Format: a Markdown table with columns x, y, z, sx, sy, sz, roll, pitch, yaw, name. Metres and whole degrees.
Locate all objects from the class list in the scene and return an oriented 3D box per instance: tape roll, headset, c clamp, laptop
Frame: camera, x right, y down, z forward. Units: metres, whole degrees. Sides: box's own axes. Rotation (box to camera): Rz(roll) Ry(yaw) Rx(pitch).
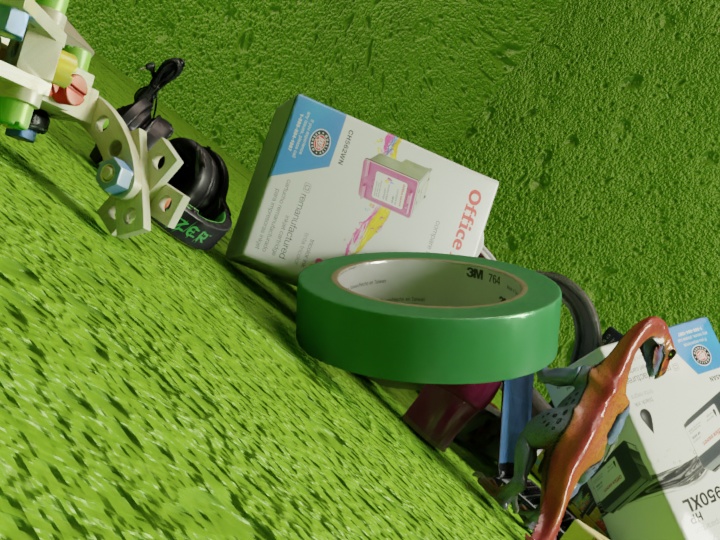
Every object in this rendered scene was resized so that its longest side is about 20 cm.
| x | y | z | sx | sy | sz | roll | pitch | yaw | name |
| --- | --- | --- | --- | --- | --- | --- | --- | --- | --- |
| 0.050 | 0.030 | 0.881 | 0.197 | 0.049 | 0.201 | 3 | 14 | -1 | tape roll |
| -0.156 | -0.101 | 0.963 | 0.123 | 0.094 | 0.201 | 37 | 14 | -38 | headset |
| 0.178 | 0.082 | 1.170 | 0.027 | 0.202 | 0.172 | -5 | 40 | -21 | c clamp |
| 0.184 | 0.158 | 1.032 | 0.199 | 0.116 | 0.187 | 39 | 3 | 18 | laptop |

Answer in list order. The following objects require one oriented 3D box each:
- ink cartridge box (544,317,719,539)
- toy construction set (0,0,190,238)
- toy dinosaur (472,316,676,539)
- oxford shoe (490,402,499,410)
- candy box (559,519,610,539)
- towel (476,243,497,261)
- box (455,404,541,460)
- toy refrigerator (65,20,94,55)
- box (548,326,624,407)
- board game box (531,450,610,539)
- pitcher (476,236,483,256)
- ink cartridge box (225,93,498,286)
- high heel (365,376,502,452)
| x | y | z | sx | sy | sz | roll | pitch | yaw | name |
| --- | --- | --- | --- | --- | --- | --- | --- | --- | --- |
| 0.265 | 0.157 | 0.992 | 0.143 | 0.084 | 0.203 | -11 | 71 | -35 | ink cartridge box |
| -0.173 | -0.098 | 0.649 | 0.129 | 0.093 | 0.200 | 11 | -21 | 30 | toy construction set |
| 0.177 | 0.116 | 0.868 | 0.105 | 0.182 | 0.200 | 41 | 4 | -20 | toy dinosaur |
| 0.078 | 0.093 | 1.227 | 0.199 | 0.072 | 0.071 | 40 | 0 | -5 | oxford shoe |
| 0.181 | 0.213 | 0.630 | 0.199 | 0.056 | 0.115 | 38 | 2 | -44 | candy box |
| 0.066 | 0.015 | 1.240 | 0.144 | 0.200 | 0.023 | 47 | 46 | 0 | towel |
| 0.122 | 0.152 | 1.134 | 0.041 | 0.039 | 0.200 | 41 | 3 | 33 | box |
| -0.338 | -0.236 | 1.081 | 0.076 | 0.070 | 0.200 | 46 | 5 | 22 | toy refrigerator |
| 0.348 | 0.213 | 1.524 | 0.123 | 0.201 | 0.198 | 37 | 2 | -33 | box |
| 0.283 | 0.265 | 1.287 | 0.165 | 0.057 | 0.200 | 39 | 2 | -25 | board game box |
| 0.000 | 0.000 | 1.150 | 0.197 | 0.174 | 0.121 | 16 | -18 | 26 | pitcher |
| 0.003 | -0.044 | 1.018 | 0.197 | 0.147 | 0.085 | 21 | -7 | -17 | ink cartridge box |
| 0.036 | 0.054 | 0.958 | 0.067 | 0.096 | 0.200 | 36 | 4 | -42 | high heel |
